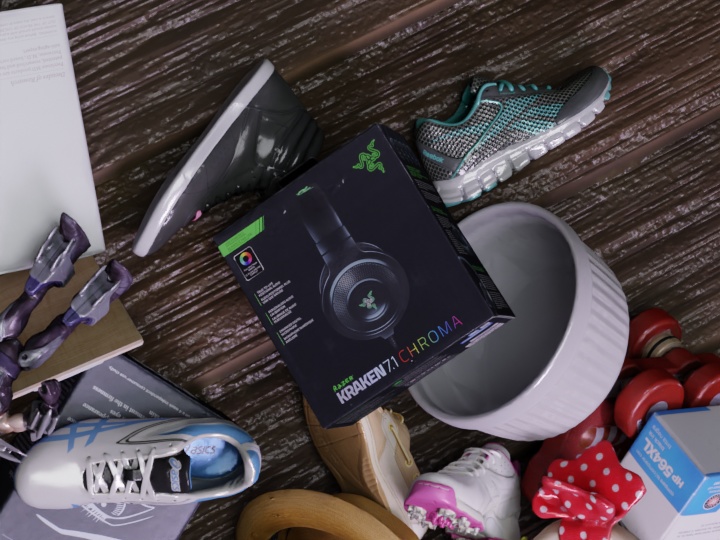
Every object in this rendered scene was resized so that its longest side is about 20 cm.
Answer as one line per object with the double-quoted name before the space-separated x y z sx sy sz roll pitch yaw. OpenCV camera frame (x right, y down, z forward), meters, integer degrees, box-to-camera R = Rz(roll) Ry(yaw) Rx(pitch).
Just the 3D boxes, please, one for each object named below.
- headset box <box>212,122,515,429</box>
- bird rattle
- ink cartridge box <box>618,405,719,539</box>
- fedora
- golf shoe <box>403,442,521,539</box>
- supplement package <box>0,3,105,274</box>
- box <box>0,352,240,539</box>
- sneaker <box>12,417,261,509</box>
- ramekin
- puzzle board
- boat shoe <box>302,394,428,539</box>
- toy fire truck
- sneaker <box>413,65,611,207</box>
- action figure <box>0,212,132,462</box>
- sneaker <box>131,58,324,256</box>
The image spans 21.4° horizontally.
"headset box" 0.000 0.000 1.579 0.173 0.093 0.201 -33 80 11
"bird rattle" 0.190 0.255 1.637 0.163 0.113 0.200 43 110 4
"ink cartridge box" 0.279 0.221 1.700 0.145 0.084 0.201 -1 132 -42
"fedora" -0.011 0.252 1.652 0.082 0.199 0.202 -43 110 -47
"golf shoe" 0.092 0.189 1.675 0.075 0.200 0.093 8 77 23
"supplement package" -0.286 -0.105 1.537 0.116 0.117 0.202 -12 98 -17
"box" -0.217 0.173 1.592 0.147 0.104 0.201 34 85 -18
"sneaker" -0.175 0.154 1.512 0.198 0.072 0.073 -5 98 -16
"ramekin" 0.139 0.052 1.651 0.105 0.199 0.202 29 86 -41
"puzzle board" -0.290 0.058 1.542 0.198 0.151 0.018 -23 130 -14
"boat shoe" 0.010 0.156 1.688 0.069 0.073 0.202 -35 113 -40
"toy fire truck" 0.244 0.135 1.736 0.198 0.112 0.169 -2 124 -40
"sneaker" 0.133 -0.140 1.695 0.199 0.078 0.092 -32 100 -14
"action figure" -0.265 0.057 1.457 0.130 0.069 0.201 38 75 -2
"sneaker" -0.105 -0.073 1.621 0.099 0.071 0.201 39 79 -12
